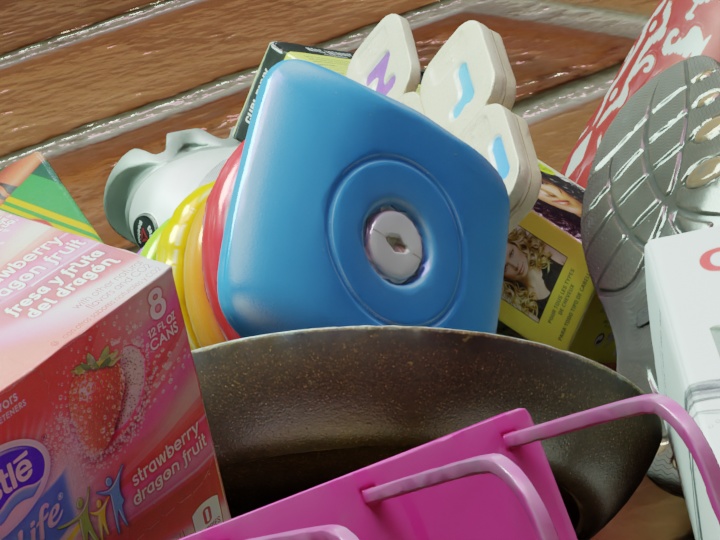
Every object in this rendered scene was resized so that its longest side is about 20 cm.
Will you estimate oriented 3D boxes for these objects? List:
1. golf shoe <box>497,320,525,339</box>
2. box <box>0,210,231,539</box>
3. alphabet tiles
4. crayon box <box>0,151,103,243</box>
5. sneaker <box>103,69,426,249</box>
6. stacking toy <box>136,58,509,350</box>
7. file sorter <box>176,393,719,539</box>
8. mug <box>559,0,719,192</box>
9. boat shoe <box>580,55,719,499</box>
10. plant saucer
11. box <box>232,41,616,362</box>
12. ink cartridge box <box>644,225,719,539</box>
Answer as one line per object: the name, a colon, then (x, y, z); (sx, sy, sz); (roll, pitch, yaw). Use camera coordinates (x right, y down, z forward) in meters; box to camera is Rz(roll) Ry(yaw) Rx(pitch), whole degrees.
golf shoe: (0.042, 0.041, 1.008); (0.091, 0.076, 0.200); (-15, 20, -21)
box: (-0.141, 0.076, 0.708); (0.094, 0.103, 0.200); (17, 41, 37)
alphabet tiles: (0.000, 0.000, 0.981); (0.015, 0.200, 0.196); (22, 35, -29)
crayon box: (-0.149, 0.041, 1.039); (0.126, 0.051, 0.200); (-26, 42, -14)
sneaker: (-0.012, -0.034, 1.171); (0.199, 0.075, 0.088); (-20, 38, -26)
stacking toy: (-0.049, 0.013, 0.910); (0.199, 0.116, 0.111); (-19, 52, 48)
file sorter: (-0.001, 0.125, 0.626); (0.199, 0.140, 0.125); (-19, -4, -21)
mug: (0.171, -0.100, 1.066); (0.133, 0.201, 0.177); (38, 8, 36)
boat shoe: (0.132, 0.009, 0.942); (0.075, 0.072, 0.201); (-24, 47, 32)
plant saucer: (0.003, 0.072, 0.842); (0.198, 0.032, 0.201); (0, -25, 0)
box: (0.041, -0.031, 1.052); (0.200, 0.050, 0.075); (34, 19, 33)
ink cartridge box: (0.173, 0.066, 0.745); (0.144, 0.084, 0.201); (-12, 39, 3)
